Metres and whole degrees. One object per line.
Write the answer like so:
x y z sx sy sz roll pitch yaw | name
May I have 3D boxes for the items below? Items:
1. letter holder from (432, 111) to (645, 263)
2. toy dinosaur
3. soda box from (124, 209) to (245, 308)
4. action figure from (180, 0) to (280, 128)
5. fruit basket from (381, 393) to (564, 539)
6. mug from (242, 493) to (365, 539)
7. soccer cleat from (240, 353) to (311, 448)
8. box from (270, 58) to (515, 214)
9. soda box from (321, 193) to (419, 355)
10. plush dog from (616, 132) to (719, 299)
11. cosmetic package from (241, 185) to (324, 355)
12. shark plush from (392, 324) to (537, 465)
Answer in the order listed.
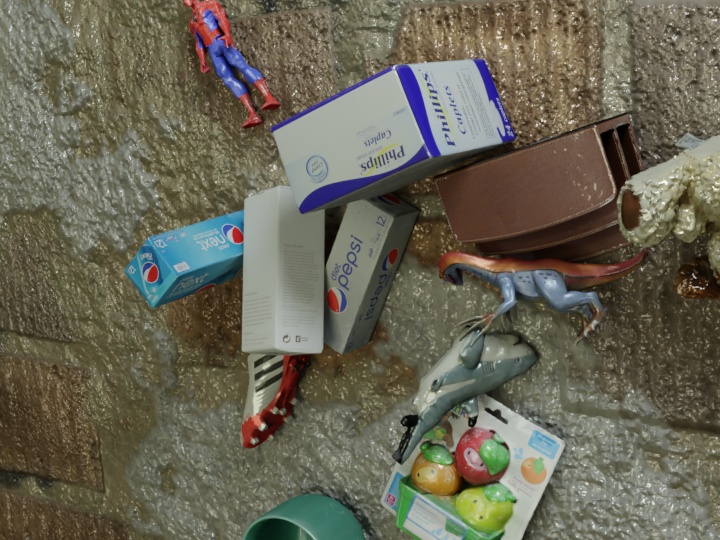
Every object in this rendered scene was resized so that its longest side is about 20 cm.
0.203 -0.069 1.224 0.199 0.100 0.143 -15 95 35 | letter holder
0.183 0.011 1.258 0.181 0.105 0.200 38 88 8 | toy dinosaur
-0.201 -0.018 1.442 0.064 0.200 0.068 50 123 12 | soda box
-0.179 -0.282 1.458 0.065 0.052 0.201 -39 77 38 | action figure
0.125 0.246 1.350 0.185 0.094 0.201 30 114 25 | fruit basket
-0.079 0.371 1.510 0.184 0.114 0.153 22 114 28 | mug
-0.123 0.148 1.519 0.085 0.068 0.201 38 117 30 | soccer cleat
0.038 -0.151 1.251 0.183 0.200 0.105 -21 89 35 | box
0.000 0.000 1.396 0.068 0.063 0.201 32 118 25 | soda box
0.379 -0.044 1.110 0.199 0.160 0.172 -4 118 49 | plush dog
-0.096 0.003 1.407 0.101 0.074 0.201 -9 77 58 | cosmetic package
0.113 0.145 1.303 0.083 0.200 0.091 43 164 -3 | shark plush
